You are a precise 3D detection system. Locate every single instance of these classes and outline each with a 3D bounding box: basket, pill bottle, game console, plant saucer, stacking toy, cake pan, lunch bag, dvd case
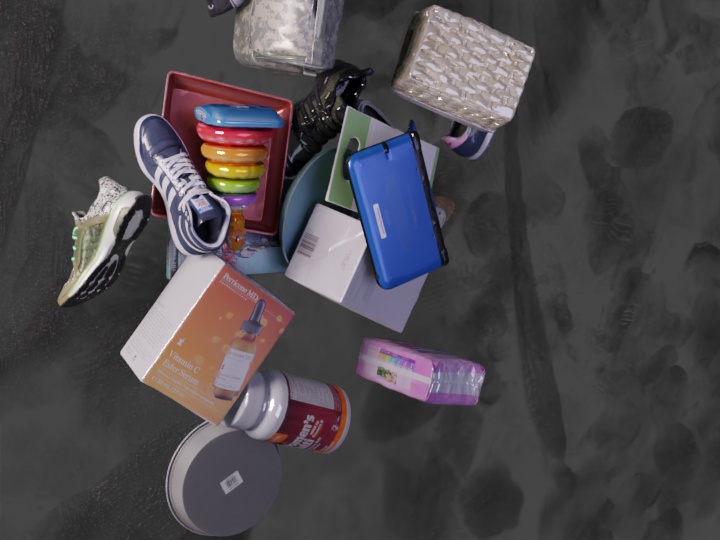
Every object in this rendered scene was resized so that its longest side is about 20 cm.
[{"bbox_3d":[0.158,-0.315,1.483,0.197,0.123,0.138,20,91,-11],"label":"basket"},{"bbox_3d":[-0.119,0.215,1.471,0.198,0.109,0.111,20,91,-37],"label":"pill bottle"},{"bbox_3d":[0.055,-0.099,1.386,0.168,0.118,0.204,-22,107,-21],"label":"game console"},{"bbox_3d":[-0.202,-0.165,1.364,0.196,0.037,0.204,8,88,-30],"label":"plant saucer"},{"bbox_3d":[-0.176,-0.126,1.316,0.108,0.116,0.204,-3,107,-26],"label":"stacking toy"},{"bbox_3d":[-0.207,0.328,1.491,0.197,0.037,0.205,-8,105,-30],"label":"cake pan"},{"bbox_3d":[-0.086,-0.377,1.326,0.137,0.167,0.204,4,99,-32],"label":"lunch bag"},{"bbox_3d":[-0.063,-0.094,1.448,0.200,0.027,0.203,-39,141,-41],"label":"plant saucer"},{"bbox_3d":[-0.194,-0.064,1.418,0.197,0.022,0.149,-2,102,-30],"label":"dvd case"}]

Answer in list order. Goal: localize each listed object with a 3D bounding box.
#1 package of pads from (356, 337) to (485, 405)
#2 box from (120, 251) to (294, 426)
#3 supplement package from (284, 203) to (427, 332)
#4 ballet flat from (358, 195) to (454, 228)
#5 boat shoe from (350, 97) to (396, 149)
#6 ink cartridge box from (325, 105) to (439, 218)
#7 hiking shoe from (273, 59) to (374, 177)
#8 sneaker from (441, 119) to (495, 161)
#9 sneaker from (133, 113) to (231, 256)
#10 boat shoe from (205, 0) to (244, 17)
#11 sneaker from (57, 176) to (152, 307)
[{"bbox_3d":[0.096,0.164,1.546,0.119,0.199,0.077,12,90,-36],"label":"package of pads"},{"bbox_3d":[-0.221,0.091,1.372,0.152,0.106,0.202,37,87,-35],"label":"box"},{"bbox_3d":[0.000,0.000,1.458,0.199,0.119,0.123,30,84,-56],"label":"supplement package"},{"bbox_3d":[0.087,-0.081,1.553,0.197,0.065,0.071,-8,130,-33],"label":"ballet flat"},{"bbox_3d":[0.043,-0.193,1.509,0.075,0.064,0.203,-46,120,-14],"label":"boat shoe"},{"bbox_3d":[0.027,-0.146,1.434,0.198,0.048,0.148,17,83,-37],"label":"ink cartridge box"},{"bbox_3d":[-0.058,-0.229,1.417,0.075,0.100,0.202,34,83,-32],"label":"hiking shoe"},{"bbox_3d":[0.197,-0.290,1.580,0.081,0.070,0.204,18,90,-35],"label":"sneaker"},{"bbox_3d":[-0.234,-0.116,1.264,0.069,0.108,0.203,-26,104,-26],"label":"sneaker"},{"bbox_3d":[-0.234,-0.439,1.284,0.066,0.070,0.202,-32,115,-1],"label":"boat shoe"},{"bbox_3d":[-0.366,-0.041,1.299,0.201,0.088,0.077,-55,164,10],"label":"sneaker"}]
